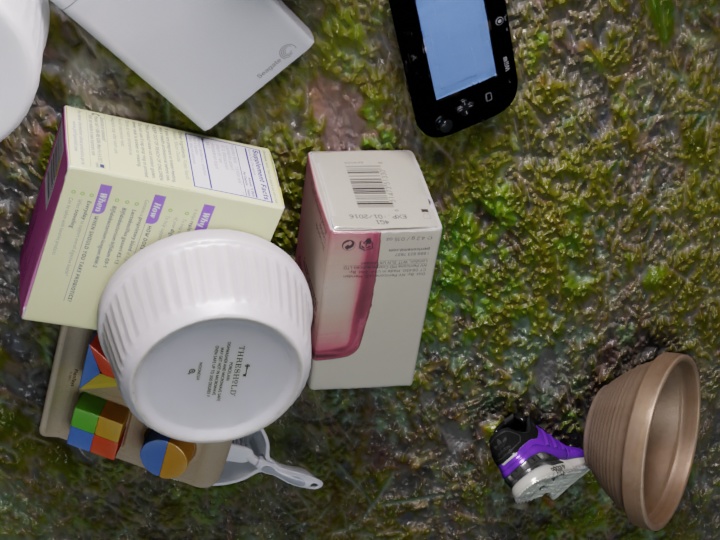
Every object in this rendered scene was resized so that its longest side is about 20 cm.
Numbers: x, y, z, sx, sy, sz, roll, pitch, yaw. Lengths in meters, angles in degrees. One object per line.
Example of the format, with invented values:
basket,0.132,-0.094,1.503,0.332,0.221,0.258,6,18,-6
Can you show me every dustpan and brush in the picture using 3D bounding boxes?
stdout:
dustpan and brush,-0.130,0.197,1.479,0.199,0.057,0.140,19,122,-28

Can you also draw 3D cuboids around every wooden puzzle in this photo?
wooden puzzle,-0.222,0.139,1.382,0.198,0.046,0.186,17,125,-5

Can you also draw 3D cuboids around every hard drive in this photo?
hard drive,-0.148,-0.216,1.136,0.132,0.027,0.200,-36,135,15

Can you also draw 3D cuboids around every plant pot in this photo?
plant pot,0.317,0.188,1.551,0.092,0.201,0.202,10,141,31

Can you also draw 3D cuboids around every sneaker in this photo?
sneaker,0.207,0.210,1.577,0.070,0.100,0.200,-42,158,16

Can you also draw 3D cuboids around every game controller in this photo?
game controller,0.083,-0.212,1.207,0.103,0.042,0.201,-17,132,-1

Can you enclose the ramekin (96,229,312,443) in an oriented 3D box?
ramekin,-0.135,0.068,1.218,0.200,0.095,0.204,-8,131,-9

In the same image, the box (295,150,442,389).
box,0.000,0.000,1.305,0.108,0.128,0.201,-2,129,-14

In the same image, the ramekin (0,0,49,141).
ramekin,-0.347,-0.182,1.074,0.199,0.098,0.202,-8,131,-9

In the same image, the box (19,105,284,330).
box,-0.195,-0.036,1.241,0.198,0.097,0.177,10,126,-22
